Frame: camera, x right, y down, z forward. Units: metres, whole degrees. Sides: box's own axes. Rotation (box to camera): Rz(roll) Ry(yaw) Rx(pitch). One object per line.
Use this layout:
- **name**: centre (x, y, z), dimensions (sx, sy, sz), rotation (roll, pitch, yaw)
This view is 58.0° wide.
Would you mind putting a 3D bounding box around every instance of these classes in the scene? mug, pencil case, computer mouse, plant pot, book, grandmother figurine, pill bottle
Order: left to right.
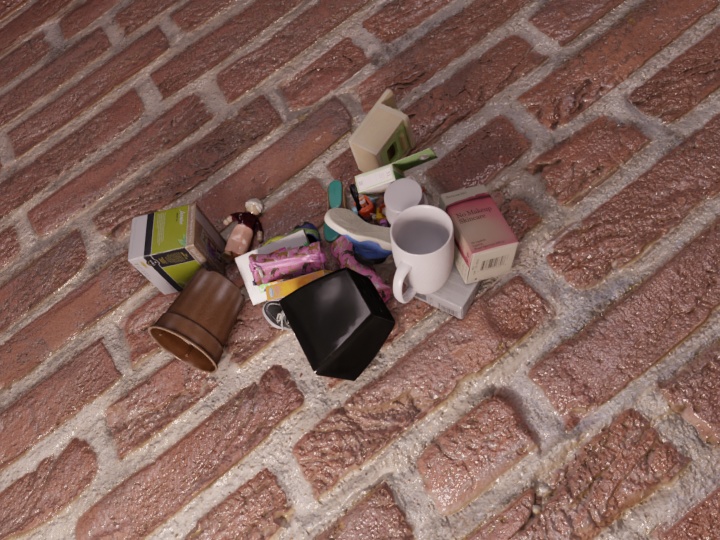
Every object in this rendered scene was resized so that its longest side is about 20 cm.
- **plant pot**: centre (-0.403, 0.119, 1.650), dimensions (0.195, 0.202, 0.202), rotation (14, 60, 22)
- **grandmother figurine**: centre (-0.326, -0.118, 1.819), dimensions (0.119, 0.060, 0.205), rotation (29, 62, -16)
- **book**: centre (-0.214, -0.008, 1.707), dimensions (0.195, 0.048, 0.137), rotation (-22, 95, 5)
- **pencil case**: centre (-0.180, -0.018, 1.630), dimensions (0.193, 0.085, 0.088), rotation (-10, 41, 0)
- **plant pot**: centre (-0.038, 0.111, 1.492), dimensions (0.176, 0.199, 0.202), rotation (-40, 63, 15)
- **pencil case**: centre (0.000, 0.000, 1.643), dimensions (0.084, 0.084, 0.202), rotation (-21, 57, -18)
- **computer mouse**: centre (0.005, -0.143, 1.652), dimensions (0.033, 0.203, 0.060), rotation (-20, 51, -6)
- **pill bottle**: centre (0.123, -0.131, 1.607), dimensions (0.110, 0.201, 0.117), rotation (-7, 60, 12)
- **mug**: centre (0.133, -0.017, 1.495), dimensions (0.145, 0.178, 0.202), rotation (23, 59, 25)

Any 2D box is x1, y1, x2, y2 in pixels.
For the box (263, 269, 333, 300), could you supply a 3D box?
- **box**: centre (-0.142, 0.043, 1.608), dimensions (0.195, 0.118, 0.043), rotation (-17, 80, 25)

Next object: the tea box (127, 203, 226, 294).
- **tea box**: centre (-0.488, -0.054, 1.751), dimensions (0.190, 0.201, 0.137), rotation (-10, 60, 9)

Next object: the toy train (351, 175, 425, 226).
- **toy train**: centre (0.071, -0.196, 1.725), dimensions (0.196, 0.056, 0.152), rotation (-30, 45, -2)

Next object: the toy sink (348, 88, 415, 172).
- **toy sink**: centre (0.077, -0.370, 1.789), dimensions (0.110, 0.131, 0.202), rotation (28, 73, 27)

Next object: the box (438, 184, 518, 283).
- **box**: centre (0.277, -0.090, 1.565), dimensions (0.124, 0.111, 0.203), rotation (-13, 52, -12)

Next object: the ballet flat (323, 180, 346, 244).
- **ballet flat**: centre (-0.061, -0.147, 1.749), dimensions (0.068, 0.066, 0.206), rotation (-3, 60, 15)

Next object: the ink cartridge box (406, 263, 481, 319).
- **ink cartridge box**: centre (0.227, 0.005, 1.607), dimensions (0.157, 0.048, 0.201), rotation (23, 57, 26)

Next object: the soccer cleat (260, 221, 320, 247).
- **soccer cleat**: centre (-0.197, -0.057, 1.741), dimensions (0.196, 0.065, 0.085), rotation (-30, 50, -2)

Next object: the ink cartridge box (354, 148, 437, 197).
- **ink cartridge box**: centre (0.096, -0.238, 1.614), dimensions (0.194, 0.145, 0.050), rotation (-16, 87, 16)

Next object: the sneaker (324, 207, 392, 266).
- **sneaker**: centre (-0.011, -0.072, 1.566), dimensions (0.194, 0.112, 0.079), rotation (17, 48, -21)

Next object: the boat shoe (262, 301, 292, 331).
- **boat shoe**: centre (-0.176, 0.122, 1.642), dimensions (0.196, 0.069, 0.074), rotation (31, 74, 28)
